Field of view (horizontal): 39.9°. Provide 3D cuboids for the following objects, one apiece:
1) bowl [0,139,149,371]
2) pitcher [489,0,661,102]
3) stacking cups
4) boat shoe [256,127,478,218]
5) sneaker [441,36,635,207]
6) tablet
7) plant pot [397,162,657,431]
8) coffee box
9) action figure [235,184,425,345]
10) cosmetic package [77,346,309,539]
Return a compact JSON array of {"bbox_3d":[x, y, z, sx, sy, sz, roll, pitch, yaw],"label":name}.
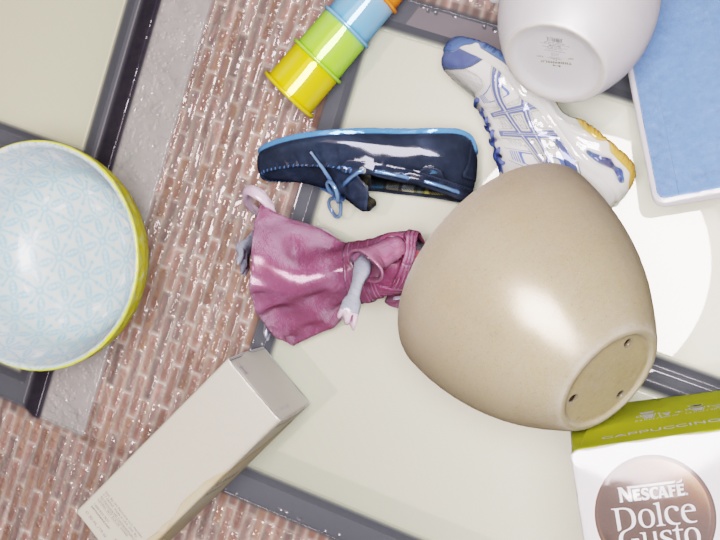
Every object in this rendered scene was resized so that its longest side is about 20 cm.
[{"bbox_3d":[-0.273,-0.012,0.917,0.196,0.108,0.205,0,90,13],"label":"bowl"},{"bbox_3d":[0.161,-0.238,0.795,0.169,0.122,0.202,10,59,27],"label":"pitcher"},{"bbox_3d":[0.002,-0.228,0.877,0.061,0.060,0.200,45,99,9],"label":"stacking cups"},{"bbox_3d":[0.003,-0.085,0.865,0.196,0.084,0.070,-2,85,15],"label":"boat shoe"},{"bbox_3d":[0.134,-0.113,0.839,0.199,0.075,0.089,42,99,10],"label":"sneaker"},{"bbox_3d":[0.282,-0.149,0.792,0.128,0.014,0.204,-10,63,15],"label":"tablet"},{"bbox_3d":[0.145,0.042,0.752,0.201,0.199,0.135,-49,49,8],"label":"plant pot"},{"bbox_3d":[0.268,0.201,0.744,0.196,0.200,0.202,-10,88,12],"label":"coffee box"},{"bbox_3d":[0.000,0.000,0.870,0.196,0.134,0.152,-10,65,14],"label":"action figure"},{"bbox_3d":[-0.147,0.166,0.892,0.200,0.103,0.073,-44,82,11],"label":"cosmetic package"}]
